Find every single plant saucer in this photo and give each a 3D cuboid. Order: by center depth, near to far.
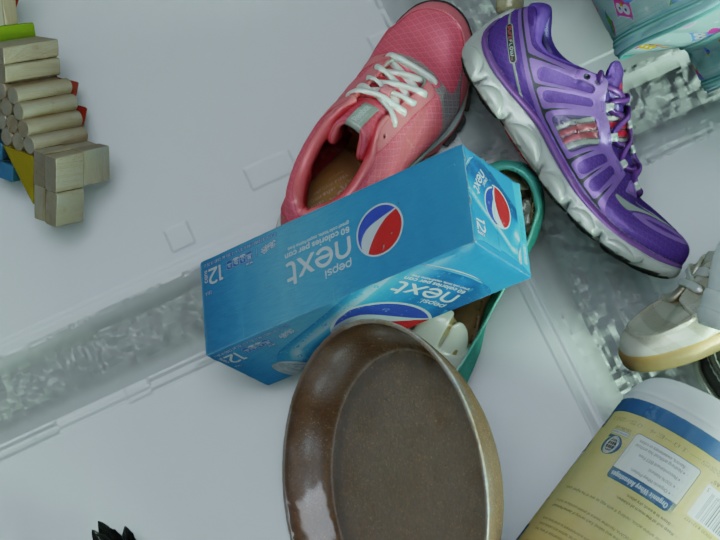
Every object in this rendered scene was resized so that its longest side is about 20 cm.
[{"bbox_3d":[0.022,0.127,1.194,0.034,0.200,0.201,-3,68,-35],"label":"plant saucer"}]

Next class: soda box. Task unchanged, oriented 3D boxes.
[{"bbox_3d":[0.000,0.000,1.226,0.200,0.064,0.068,-24,57,30],"label":"soda box"}]

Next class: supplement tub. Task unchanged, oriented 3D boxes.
[{"bbox_3d":[0.161,0.178,1.170,0.145,0.145,0.200,36,79,13],"label":"supplement tub"}]

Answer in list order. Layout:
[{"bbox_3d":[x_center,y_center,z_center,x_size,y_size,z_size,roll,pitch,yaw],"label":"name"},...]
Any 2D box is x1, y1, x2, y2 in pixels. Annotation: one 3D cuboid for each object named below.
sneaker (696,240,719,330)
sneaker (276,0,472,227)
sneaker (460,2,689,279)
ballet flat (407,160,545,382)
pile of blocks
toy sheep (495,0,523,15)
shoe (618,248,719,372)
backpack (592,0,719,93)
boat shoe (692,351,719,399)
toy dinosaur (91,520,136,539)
[{"bbox_3d":[0.298,0.012,1.208,0.199,0.075,0.089,13,92,-24],"label":"sneaker"},{"bbox_3d":[0.014,-0.091,1.293,0.074,0.087,0.200,28,77,11],"label":"sneaker"},{"bbox_3d":[0.143,-0.083,1.270,0.083,0.081,0.200,-37,80,11],"label":"sneaker"},{"bbox_3d":[0.054,0.014,1.266,0.067,0.070,0.200,26,77,10],"label":"ballet flat"},{"bbox_3d":[-0.222,-0.119,1.342,0.062,0.082,0.200,-16,78,-46],"label":"pile of blocks"},{"bbox_3d":[0.107,-0.262,1.316,0.137,0.138,0.201,11,81,7],"label":"toy sheep"},{"bbox_3d":[0.236,-0.005,1.255,0.200,0.070,0.053,-31,107,-13],"label":"shoe"},{"bbox_3d":[0.236,-0.195,1.252,0.199,0.176,0.154,-18,90,-16],"label":"backpack"},{"bbox_3d":[0.294,0.090,1.231,0.201,0.061,0.072,31,78,12],"label":"boat shoe"},{"bbox_3d":[-0.167,0.229,1.219,0.199,0.102,0.136,21,100,-3],"label":"toy dinosaur"}]
